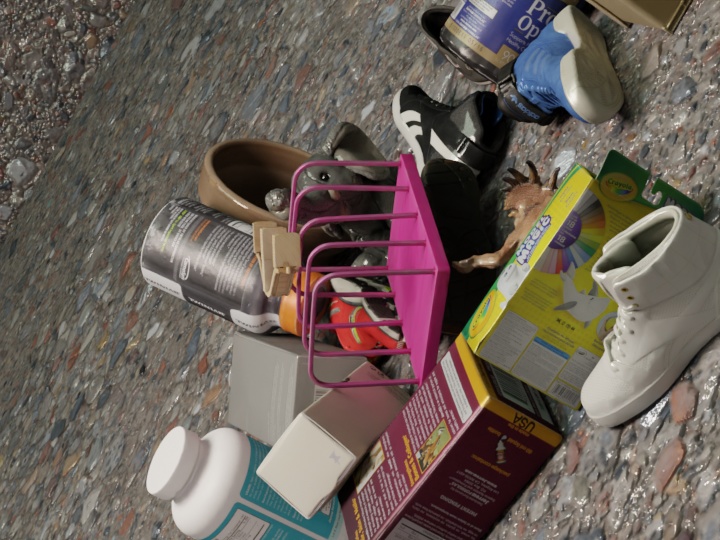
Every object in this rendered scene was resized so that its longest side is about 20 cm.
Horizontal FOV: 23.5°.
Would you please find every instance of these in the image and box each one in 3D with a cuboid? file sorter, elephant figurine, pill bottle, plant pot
[{"bbox_3d":[0.000,0.000,1.647,0.201,0.124,0.140,-105,17,-54],"label":"file sorter"},{"bbox_3d":[-0.016,-0.085,1.838,0.143,0.199,0.155,-64,23,-8],"label":"elephant figurine"},{"bbox_3d":[-0.106,0.224,1.676,0.111,0.199,0.111,-45,27,31],"label":"pill bottle"},{"bbox_3d":[-0.113,-0.033,2.032,0.201,0.198,0.176,-103,30,-58],"label":"plant pot"},{"bbox_3d":[-0.132,0.002,1.877,0.199,0.106,0.107,24,83,23],"label":"pill bottle"},{"bbox_3d":[0.178,-0.292,1.781,0.201,0.111,0.112,-56,23,14],"label":"pill bottle"}]

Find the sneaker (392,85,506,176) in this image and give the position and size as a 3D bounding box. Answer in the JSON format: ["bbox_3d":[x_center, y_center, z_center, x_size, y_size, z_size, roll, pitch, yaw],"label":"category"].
[{"bbox_3d":[0.104,-0.162,1.854,0.112,0.073,0.201,-47,35,23],"label":"sneaker"}]

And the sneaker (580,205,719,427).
[{"bbox_3d":[0.211,0.031,1.342,0.200,0.115,0.074,-50,27,28],"label":"sneaker"}]

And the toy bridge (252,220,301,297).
[{"bbox_3d":[-0.082,-0.009,1.677,0.200,0.027,0.068,-149,57,-79],"label":"toy bridge"}]

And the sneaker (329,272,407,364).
[{"bbox_3d":[0.019,0.062,1.793,0.200,0.076,0.086,-146,65,-68],"label":"sneaker"}]

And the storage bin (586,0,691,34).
[{"bbox_3d":[0.244,-0.355,1.601,0.200,0.199,0.094,-60,24,3],"label":"storage bin"}]

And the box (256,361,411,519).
[{"bbox_3d":[-0.019,0.156,1.625,0.082,0.068,0.200,-53,-8,18],"label":"box"}]

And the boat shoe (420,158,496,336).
[{"bbox_3d":[0.087,-0.016,1.717,0.074,0.075,0.201,120,157,-48],"label":"boat shoe"}]

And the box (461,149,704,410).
[{"bbox_3d":[0.185,0.003,1.424,0.201,0.117,0.048,-55,24,13],"label":"box"}]

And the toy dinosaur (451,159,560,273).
[{"bbox_3d":[0.172,-0.040,1.552,0.199,0.086,0.136,-1,56,58],"label":"toy dinosaur"}]

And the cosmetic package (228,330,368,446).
[{"bbox_3d":[-0.070,0.128,1.825,0.200,0.089,0.108,-161,75,-68],"label":"cosmetic package"}]

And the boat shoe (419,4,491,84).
[{"bbox_3d":[0.117,-0.256,1.939,0.067,0.057,0.200,-59,23,6],"label":"boat shoe"}]

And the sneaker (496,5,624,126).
[{"bbox_3d":[0.186,-0.170,1.666,0.111,0.077,0.201,-43,24,24],"label":"sneaker"}]

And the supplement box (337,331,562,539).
[{"bbox_3d":[0.073,0.172,1.505,0.201,0.085,0.111,-53,24,18],"label":"supplement box"}]
